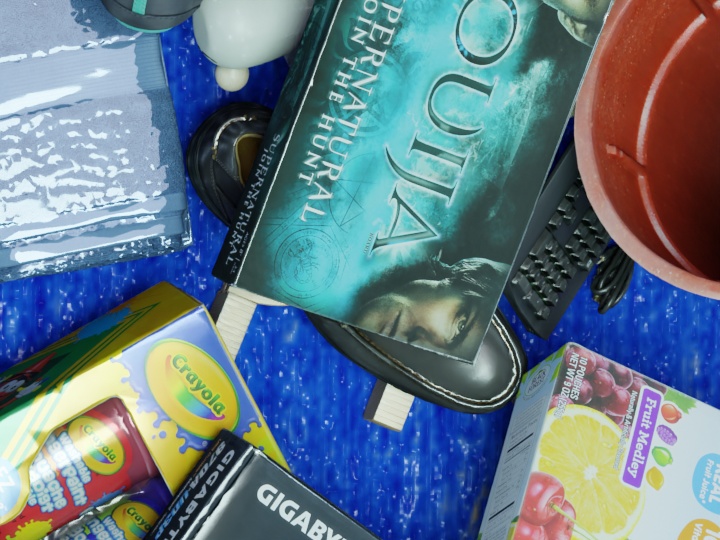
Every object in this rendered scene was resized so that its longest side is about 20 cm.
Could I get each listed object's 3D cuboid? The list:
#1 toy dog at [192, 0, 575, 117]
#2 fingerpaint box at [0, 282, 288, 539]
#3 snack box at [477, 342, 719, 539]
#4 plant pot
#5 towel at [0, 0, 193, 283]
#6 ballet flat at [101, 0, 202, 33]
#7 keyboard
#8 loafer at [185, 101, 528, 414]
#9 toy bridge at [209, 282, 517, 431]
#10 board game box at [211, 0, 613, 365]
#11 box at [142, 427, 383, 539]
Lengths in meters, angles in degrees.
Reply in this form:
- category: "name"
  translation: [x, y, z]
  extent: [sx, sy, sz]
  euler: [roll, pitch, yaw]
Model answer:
- category: "toy dog"
  translation: [0.014, -0.095, 1.345]
  extent: [0.200, 0.132, 0.096]
  euler: [10, 118, -7]
- category: "fingerpaint box"
  translation: [-0.108, 0.134, 1.308]
  extent: [0.167, 0.073, 0.200]
  euler: [-29, 107, -12]
- category: "snack box"
  translation: [0.156, 0.137, 1.297]
  extent: [0.200, 0.053, 0.142]
  euler: [25, 61, -12]
- category: "plant pot"
  translation: [0.230, -0.047, 1.324]
  extent: [0.201, 0.201, 0.195]
  euler: [-61, 147, -6]
- category: "towel"
  translation: [-0.148, -0.098, 1.330]
  extent: [0.112, 0.049, 0.200]
  euler: [-10, 94, -13]
- category: "ballet flat"
  translation: [-0.081, -0.204, 1.294]
  extent: [0.073, 0.073, 0.200]
  euler: [17, 60, -13]
- category: "keyboard"
  translation: [0.136, -0.052, 1.376]
  extent: [0.021, 0.127, 0.200]
  euler: [27, 76, 29]
- category: "loafer"
  translation: [0.000, 0.000, 1.325]
  extent: [0.200, 0.072, 0.073]
  euler: [38, 88, -8]
- category: "toy bridge"
  translation: [0.023, 0.046, 1.383]
  extent: [0.200, 0.027, 0.067]
  euler: [22, 85, -12]
- category: "board game box"
  translation: [0.029, -0.069, 1.265]
  extent: [0.135, 0.028, 0.200]
  euler: [18, 95, -29]
- category: "box"
  translation: [-0.029, 0.192, 1.272]
  extent: [0.200, 0.046, 0.159]
  euler: [39, 84, -23]
